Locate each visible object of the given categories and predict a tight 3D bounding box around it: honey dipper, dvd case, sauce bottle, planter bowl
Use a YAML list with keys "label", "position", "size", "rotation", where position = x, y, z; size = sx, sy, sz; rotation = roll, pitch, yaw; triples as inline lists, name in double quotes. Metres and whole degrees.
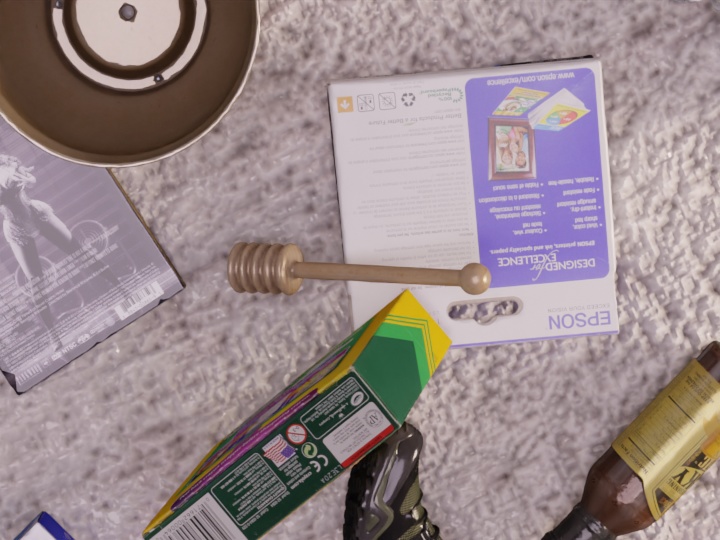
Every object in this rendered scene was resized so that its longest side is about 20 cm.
- label: "honey dipper"
  position: [0.000, 0.000, 1.721]
  size: [0.199, 0.038, 0.038]
  rotation: [1, 98, 27]
- label: "dvd case"
  position: [-0.241, -0.032, 1.770]
  size: [0.148, 0.016, 0.201]
  rotation: [-32, 97, 5]
- label: "sauce bottle"
  position: [0.209, 0.142, 1.770]
  size: [0.065, 0.065, 0.200]
  rotation: [42, 97, -5]
- label: "planter bowl"
  position: [-0.165, -0.176, 1.692]
  size: [0.199, 0.135, 0.202]
  rotation: [0, 97, 1]

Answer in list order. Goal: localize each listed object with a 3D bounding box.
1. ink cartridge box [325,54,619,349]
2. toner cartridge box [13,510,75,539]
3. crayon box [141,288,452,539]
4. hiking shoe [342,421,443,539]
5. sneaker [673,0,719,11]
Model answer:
- label: "ink cartridge box"
  position: [0.081, -0.046, 1.754]
  size: [0.197, 0.043, 0.201]
  rotation: [-5, 98, 2]
- label: "toner cartridge box"
  position: [-0.196, 0.282, 1.797]
  size: [0.200, 0.043, 0.095]
  rotation: [45, 94, -5]
- label: "crayon box"
  position: [-0.040, 0.115, 1.687]
  size: [0.200, 0.173, 0.058]
  rotation: [-39, 93, 21]
- label: "hiking shoe"
  position: [0.037, 0.205, 1.780]
  size: [0.100, 0.076, 0.201]
  rotation: [6, 106, -9]
- label: "sneaker"
  position: [0.271, -0.178, 1.725]
  size: [0.114, 0.075, 0.201]
  rotation: [-4, 92, 1]
